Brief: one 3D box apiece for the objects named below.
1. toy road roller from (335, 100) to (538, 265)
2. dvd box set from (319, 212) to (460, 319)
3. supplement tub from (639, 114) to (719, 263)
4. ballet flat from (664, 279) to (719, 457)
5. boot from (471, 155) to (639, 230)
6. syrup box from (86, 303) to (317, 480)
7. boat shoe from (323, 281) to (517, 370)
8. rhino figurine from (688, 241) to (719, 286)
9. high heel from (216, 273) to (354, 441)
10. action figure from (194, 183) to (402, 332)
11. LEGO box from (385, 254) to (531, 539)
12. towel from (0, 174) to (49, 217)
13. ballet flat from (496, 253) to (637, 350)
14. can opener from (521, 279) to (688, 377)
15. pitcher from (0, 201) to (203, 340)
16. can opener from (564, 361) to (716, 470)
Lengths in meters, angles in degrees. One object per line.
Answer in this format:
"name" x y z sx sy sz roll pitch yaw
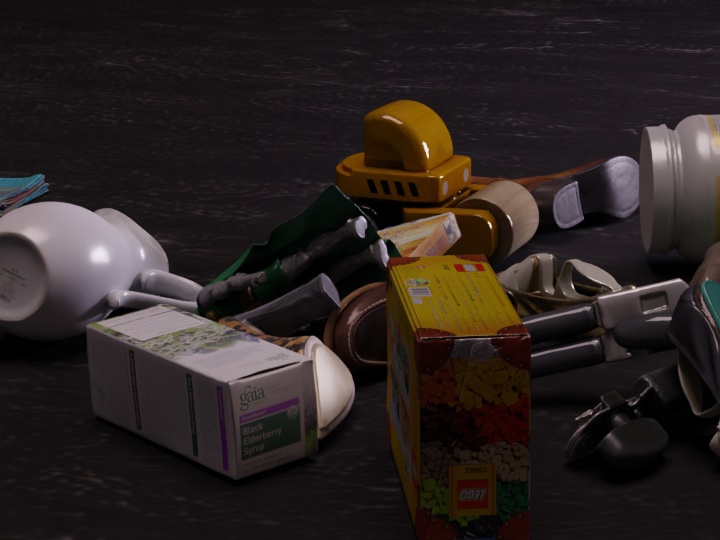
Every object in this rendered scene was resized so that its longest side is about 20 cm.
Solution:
"toy road roller" 0.071 -0.089 2.110 0.199 0.147 0.123 6 18 23
"dvd box set" 0.000 0.000 1.944 0.146 0.030 0.200 -15 11 21
"supplement tub" 0.376 -0.080 2.055 0.199 0.146 0.145 -1 16 1
"ballet flat" 0.279 0.098 1.556 0.073 0.073 0.200 -8 50 -22
"boot" 0.180 -0.080 2.267 0.199 0.069 0.188 4 23 43
"syrup box" -0.123 0.090 1.621 0.079 0.082 0.200 -16 22 -36
"boat shoe" 0.054 0.040 1.796 0.070 0.071 0.200 7 17 40
"rhino figurine" 0.297 0.034 1.769 0.060 0.088 0.200 3 21 22
"high heel" -0.079 0.096 1.691 0.142 0.071 0.200 -29 31 17
"action figure" -0.071 0.016 1.817 0.199 0.118 0.055 -28 31 21
"LEGO box" 0.066 0.087 1.494 0.077 0.150 0.200 -2 17 -5
"towel" -0.467 -0.086 2.370 0.199 0.022 0.147 3 16 14
"ballet flat" 0.173 0.019 1.873 0.070 0.071 0.200 -14 20 -37
"can opener" 0.173 0.050 1.677 0.199 0.053 0.066 -13 -6 10
"pitcher" -0.237 0.007 1.888 0.171 0.122 0.200 22 13 21
"can opener" 0.227 0.109 1.608 0.200 0.053 0.066 -21 60 -46
